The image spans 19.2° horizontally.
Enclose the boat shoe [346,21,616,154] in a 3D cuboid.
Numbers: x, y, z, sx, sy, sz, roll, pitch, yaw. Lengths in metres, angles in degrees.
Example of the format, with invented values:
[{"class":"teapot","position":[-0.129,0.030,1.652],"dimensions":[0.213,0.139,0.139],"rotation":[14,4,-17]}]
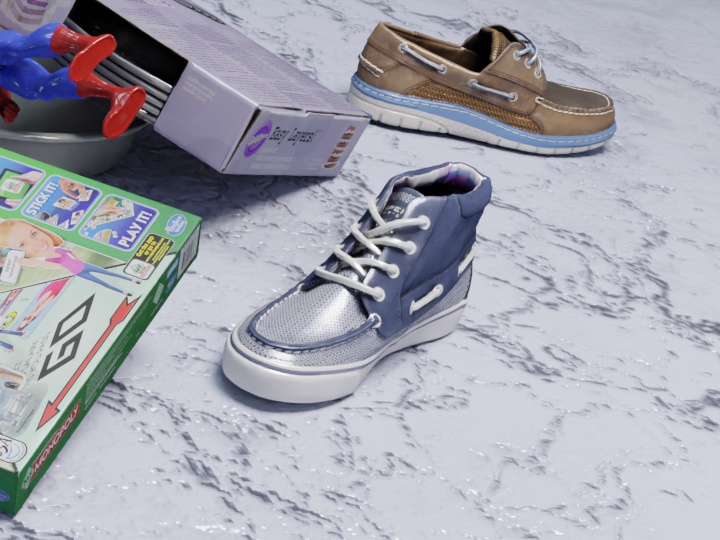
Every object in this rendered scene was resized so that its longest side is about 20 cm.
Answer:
[{"class":"boat shoe","position":[0.094,-0.131,1.488],"dimensions":[0.200,0.073,0.072],"rotation":[5,26,-21]}]

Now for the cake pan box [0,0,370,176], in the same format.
[{"class":"cake pan box","position":[-0.107,-0.123,1.288],"dimensions":[0.184,0.052,0.200],"rotation":[32,12,14]}]

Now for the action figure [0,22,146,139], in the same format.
[{"class":"action figure","position":[-0.205,-0.119,1.201],"dimensions":[0.200,0.065,0.052],"rotation":[20,63,45]}]

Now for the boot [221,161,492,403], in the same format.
[{"class":"boot","position":[0.000,0.000,1.122],"dimensions":[0.073,0.091,0.200],"rotation":[25,25,22]}]

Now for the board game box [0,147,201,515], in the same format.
[{"class":"board game box","position":[-0.174,0.018,0.992],"dimensions":[0.134,0.029,0.200],"rotation":[20,40,9]}]

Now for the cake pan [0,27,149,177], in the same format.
[{"class":"cake pan","position":[-0.222,-0.107,1.295],"dimensions":[0.200,0.037,0.200],"rotation":[12,24,-5]}]
